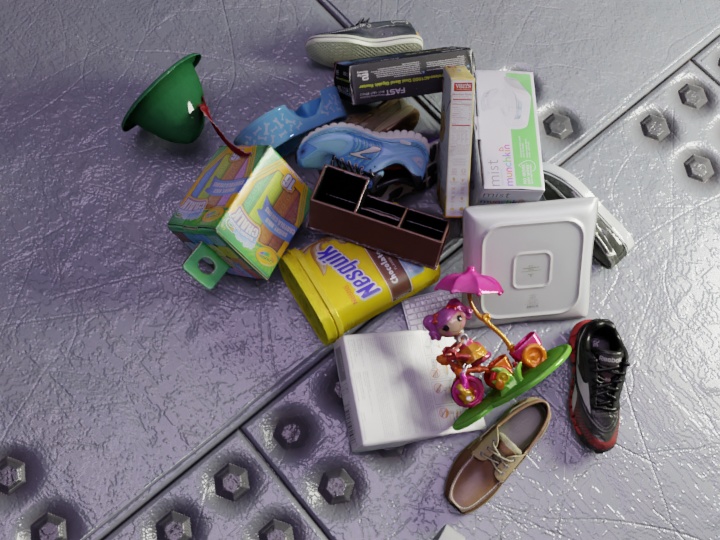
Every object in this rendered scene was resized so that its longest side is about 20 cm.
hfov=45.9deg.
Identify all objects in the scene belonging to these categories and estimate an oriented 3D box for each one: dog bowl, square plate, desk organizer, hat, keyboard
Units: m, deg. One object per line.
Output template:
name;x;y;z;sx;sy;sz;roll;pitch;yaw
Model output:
dog bowl;-0.102;-0.221;1.316;0.200;0.111;0.050;-32;89;-38
square plate;0.248;-0.005;1.243;0.200;0.198;0.028;-5;25;-5
desk organizer;0.028;-0.077;1.214;0.200;0.077;0.072;18;63;5
hat;-0.250;-0.214;1.308;0.176;0.200;0.166;44;115;-8
keyboard;0.164;0.050;1.295;0.200;0.011;0.056;-12;70;-8

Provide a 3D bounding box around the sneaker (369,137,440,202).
sneaker;0.057;-0.164;1.339;0.200;0.081;0.083;-29;51;-22

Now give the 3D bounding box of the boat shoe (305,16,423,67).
boat shoe;0.004;-0.384;1.422;0.200;0.075;0.062;-7;64;-12

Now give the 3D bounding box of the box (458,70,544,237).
box;0.204;-0.173;1.295;0.097;0.177;0.200;1;68;-5

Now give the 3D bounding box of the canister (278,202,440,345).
canister;0.000;0.000;1.264;0.200;0.087;0.149;-28;71;-15

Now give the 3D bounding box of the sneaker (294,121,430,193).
sneaker;0.003;-0.160;1.244;0.200;0.078;0.090;2;61;1

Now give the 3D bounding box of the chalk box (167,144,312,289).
chalk box;-0.181;-0.069;1.234;0.124;0.124;0.200;7;61;43

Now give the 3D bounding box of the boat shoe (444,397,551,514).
boat shoe;0.194;0.249;1.186;0.076;0.074;0.200;40;71;11

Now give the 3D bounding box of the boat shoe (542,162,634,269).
boat shoe;0.335;-0.087;1.327;0.064;0.071;0.200;-42;78;-18

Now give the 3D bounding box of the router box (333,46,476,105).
router box;0.066;-0.312;1.351;0.200;0.150;0.062;-11;108;-9

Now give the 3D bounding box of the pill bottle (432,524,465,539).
pill bottle;0.166;0.427;1.097;0.200;0.110;0.110;35;71;10

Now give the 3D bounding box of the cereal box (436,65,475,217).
cereal box;0.138;-0.192;1.245;0.039;0.144;0.200;0;109;1

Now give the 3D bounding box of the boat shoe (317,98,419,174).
boat shoe;0.002;-0.215;1.360;0.200;0.071;0.065;-34;68;-23

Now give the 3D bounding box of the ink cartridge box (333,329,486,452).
ink cartridge box;0.070;0.169;1.233;0.200;0.050;0.161;-2;70;-25

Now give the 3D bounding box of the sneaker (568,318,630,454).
sneaker;0.343;0.158;1.219;0.071;0.098;0.201;5;70;-4

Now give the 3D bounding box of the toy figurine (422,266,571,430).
toy figurine;0.160;0.092;1.191;0.200;0.150;0.184;-36;88;-1
